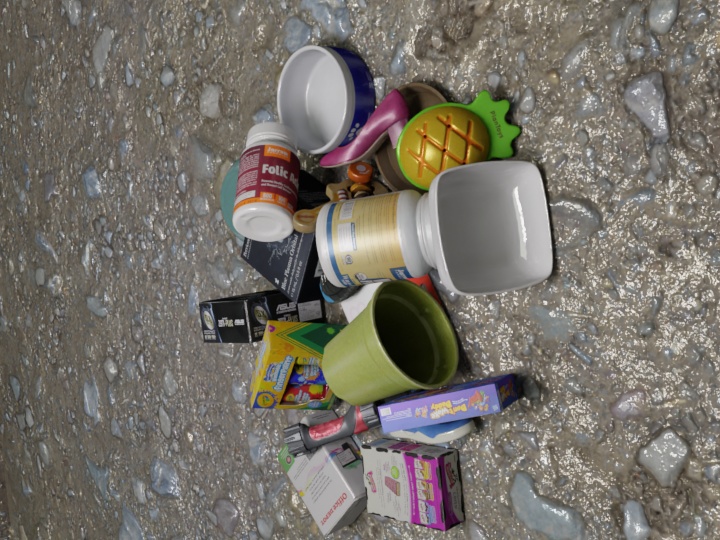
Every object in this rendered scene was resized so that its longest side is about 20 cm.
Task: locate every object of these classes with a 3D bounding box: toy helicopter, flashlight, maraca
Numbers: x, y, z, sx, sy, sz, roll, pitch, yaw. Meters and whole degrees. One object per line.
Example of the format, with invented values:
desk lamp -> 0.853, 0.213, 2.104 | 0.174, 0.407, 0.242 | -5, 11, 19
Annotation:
toy helicopter -> -0.030, -0.108, 1.541 | 0.132, 0.199, 0.079 | 46, 146, 30
flashlight -> -0.053, 0.298, 1.660 | 0.199, 0.068, 0.068 | -19, 54, 13
maraca -> 0.154, -0.206, 1.375 | 0.199, 0.107, 0.138 | -23, 103, 10

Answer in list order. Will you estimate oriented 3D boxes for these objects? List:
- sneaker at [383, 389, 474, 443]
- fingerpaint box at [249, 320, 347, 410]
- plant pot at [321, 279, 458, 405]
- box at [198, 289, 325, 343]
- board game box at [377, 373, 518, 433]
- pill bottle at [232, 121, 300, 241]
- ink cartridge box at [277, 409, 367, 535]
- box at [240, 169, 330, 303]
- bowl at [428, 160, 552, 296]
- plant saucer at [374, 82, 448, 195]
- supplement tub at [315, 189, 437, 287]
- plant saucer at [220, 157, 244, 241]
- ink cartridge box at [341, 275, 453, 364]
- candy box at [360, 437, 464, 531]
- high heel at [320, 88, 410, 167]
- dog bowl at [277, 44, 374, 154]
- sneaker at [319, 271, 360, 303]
sneaker -> 0.113, 0.241, 1.535 | 0.200, 0.077, 0.112 | -7, 101, 53
fingerpaint box -> -0.117, 0.189, 1.664 | 0.200, 0.166, 0.074 | 113, 156, -45
plant pot -> 0.036, 0.143, 1.491 | 0.184, 0.200, 0.201 | -35, 72, 39
box -> -0.198, 0.089, 1.745 | 0.163, 0.199, 0.087 | -5, 93, 47
board game box -> 0.146, 0.217, 1.405 | 0.199, 0.134, 0.045 | -15, 85, 22
pill bottle -> -0.169, -0.165, 1.577 | 0.114, 0.114, 0.201 | -31, 47, 44
ink cartridge box -> -0.065, 0.409, 1.743 | 0.200, 0.084, 0.145 | 53, 130, 27
box -> -0.122, -0.070, 1.701 | 0.200, 0.117, 0.198 | 37, 122, 37
bowl -> 0.192, -0.064, 1.329 | 0.075, 0.199, 0.201 | -8, 91, 65
plant saucer -> 0.101, -0.227, 1.504 | 0.200, 0.029, 0.201 | 10, 104, 46
supplement tub -> 0.041, -0.054, 1.415 | 0.199, 0.145, 0.146 | -8, 91, 20
plant saucer -> -0.252, -0.152, 1.879 | 0.199, 0.036, 0.201 | 10, 104, 45
ink cartridge box -> 0.062, 0.088, 1.585 | 0.200, 0.057, 0.163 | -40, 68, 47
candy box -> 0.094, 0.393, 1.593 | 0.199, 0.061, 0.137 | -2, 96, 46
high heel -> 0.004, -0.247, 1.523 | 0.199, 0.067, 0.097 | -16, 94, 26
dog bowl -> -0.067, -0.322, 1.627 | 0.200, 0.079, 0.201 | 9, 103, 45
sneaker -> 0.000, 0.000, 1.608 | 0.200, 0.082, 0.073 | -39, 71, 40
